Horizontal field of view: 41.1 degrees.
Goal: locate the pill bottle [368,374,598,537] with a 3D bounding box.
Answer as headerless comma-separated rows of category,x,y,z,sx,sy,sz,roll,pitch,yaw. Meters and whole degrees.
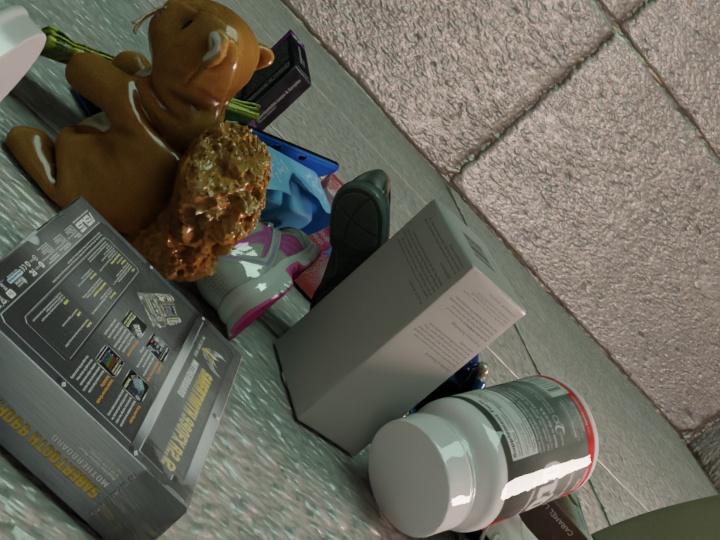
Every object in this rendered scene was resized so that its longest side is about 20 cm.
pill bottle,0.110,0.163,0.845,0.199,0.114,0.114,-6,52,-42

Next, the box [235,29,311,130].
box,-0.127,-0.224,1.214,0.036,0.143,0.200,44,15,-21

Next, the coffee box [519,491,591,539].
coffee box,0.180,0.237,1.067,0.114,0.080,0.200,47,13,-8

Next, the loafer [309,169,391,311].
loafer,0.000,0.000,0.906,0.071,0.202,0.063,20,34,13

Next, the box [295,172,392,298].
box,-0.005,0.002,1.076,0.200,0.102,0.095,48,13,-11

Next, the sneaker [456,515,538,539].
sneaker,0.129,0.262,0.882,0.070,0.073,0.200,28,14,-35

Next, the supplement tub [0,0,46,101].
supplement tub,-0.282,-0.155,0.500,0.200,0.145,0.146,45,13,-14

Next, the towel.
towel,-0.190,-0.169,0.841,0.198,0.018,0.086,16,1,-34

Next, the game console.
game console,-0.146,-0.140,0.934,0.171,0.118,0.199,54,18,23

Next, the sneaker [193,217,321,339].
sneaker,-0.097,-0.015,0.859,0.088,0.081,0.200,49,12,-5

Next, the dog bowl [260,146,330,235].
dog bowl,-0.101,-0.071,0.910,0.200,0.110,0.050,20,56,-66

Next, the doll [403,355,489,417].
doll,0.081,0.112,0.941,0.135,0.202,0.048,-22,42,-32

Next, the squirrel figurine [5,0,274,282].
squirrel figurine,-0.134,-0.101,0.735,0.200,0.186,0.141,50,13,13

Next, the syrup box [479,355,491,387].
syrup box,0.102,0.118,1.104,0.200,0.081,0.079,-104,174,-65

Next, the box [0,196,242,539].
box,-0.152,0.050,0.566,0.159,0.048,0.200,47,13,-13

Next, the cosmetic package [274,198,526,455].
cosmetic package,0.028,0.049,0.829,0.085,0.200,0.108,37,20,-36

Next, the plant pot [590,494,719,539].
plant pot,0.410,0.374,1.084,0.201,0.176,0.200,58,0,-24
